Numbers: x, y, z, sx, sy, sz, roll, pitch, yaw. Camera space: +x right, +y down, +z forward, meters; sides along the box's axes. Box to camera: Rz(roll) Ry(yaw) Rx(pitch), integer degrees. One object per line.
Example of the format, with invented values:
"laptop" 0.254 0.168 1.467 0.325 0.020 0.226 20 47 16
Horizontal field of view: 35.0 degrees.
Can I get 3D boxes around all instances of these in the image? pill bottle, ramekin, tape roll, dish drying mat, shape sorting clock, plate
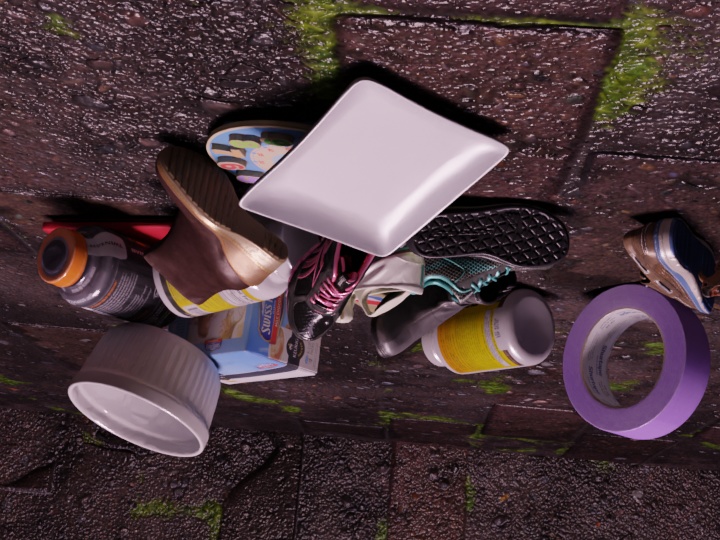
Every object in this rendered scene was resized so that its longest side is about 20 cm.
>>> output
"pill bottle" -0.151 -0.012 1.412 0.197 0.113 0.111 -13 157 30
"ramekin" -0.281 0.156 1.534 0.197 0.106 0.201 17 152 9
"tape roll" 0.373 0.124 1.557 0.065 0.204 0.198 17 160 -39
"dish drying mat" -0.318 -0.052 1.520 0.196 0.019 0.077 0 164 15
"pill bottle" 0.183 0.093 1.684 0.108 0.111 0.198 17 160 -36
"pill bottle" -0.323 0.005 1.488 0.105 0.108 0.199 -5 163 33
"shape sorting clock" -0.064 -0.110 1.190 0.196 0.040 0.200 5 164 1
"plate" 0.012 -0.101 1.109 0.197 0.033 0.200 19 136 -37

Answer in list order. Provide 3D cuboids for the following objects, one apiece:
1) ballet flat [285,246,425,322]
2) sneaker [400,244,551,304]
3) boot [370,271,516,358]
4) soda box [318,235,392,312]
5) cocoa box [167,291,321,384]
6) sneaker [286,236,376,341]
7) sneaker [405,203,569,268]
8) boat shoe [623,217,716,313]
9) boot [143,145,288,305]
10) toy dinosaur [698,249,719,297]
"ballet flat" -0.007 0.028 1.376 0.198 0.071 0.069 -18 154 30
"sneaker" 0.138 -0.002 1.398 0.196 0.093 0.078 3 165 9
"boot" 0.109 0.040 1.480 0.130 0.200 0.071 -11 113 45
"soda box" 0.000 0.000 1.507 0.067 0.065 0.199 -3 162 29
"cocoa box" -0.162 0.074 1.587 0.130 0.136 0.198 22 157 -39
"sneaker" -0.028 0.004 1.291 0.078 0.202 0.096 23 -157 -14
"sneaker" 0.143 -0.048 1.328 0.196 0.073 0.083 6 -172 2
"boat shoe" 0.370 -0.009 1.358 0.071 0.073 0.200 1 154 34
"boot" -0.195 -0.040 1.281 0.165 0.073 0.200 -21 127 37
"toy dinosaur" 0.474 -0.014 1.279 0.134 0.088 0.198 5 -175 44
